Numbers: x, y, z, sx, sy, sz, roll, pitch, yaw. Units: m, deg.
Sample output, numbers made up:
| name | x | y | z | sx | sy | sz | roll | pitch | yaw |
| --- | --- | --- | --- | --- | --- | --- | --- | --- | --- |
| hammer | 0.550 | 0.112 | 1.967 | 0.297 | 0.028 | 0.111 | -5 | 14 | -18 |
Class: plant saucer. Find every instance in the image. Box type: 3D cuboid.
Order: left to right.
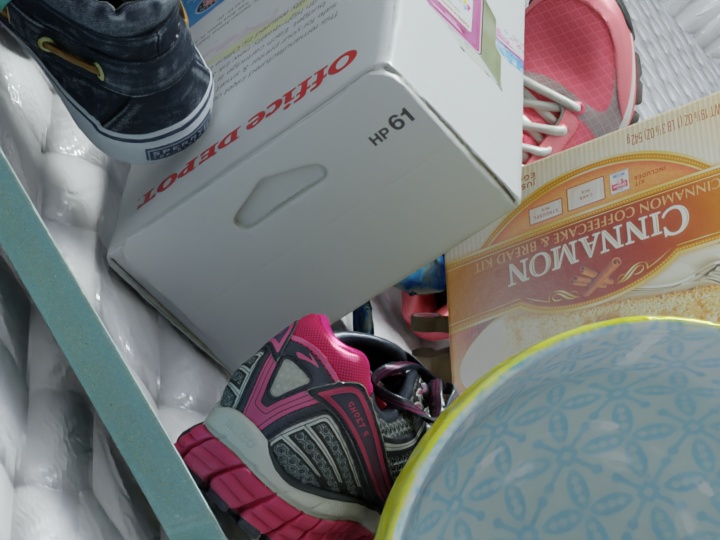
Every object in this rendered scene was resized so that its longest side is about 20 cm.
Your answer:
| name | x | y | z | sx | sy | sz | roll | pitch | yaw |
| --- | --- | --- | --- | --- | --- | --- | --- | --- | --- |
| plant saucer | -0.095 | 0.018 | 0.798 | 0.200 | 0.019 | 0.070 | 56 | -7 | 26 |

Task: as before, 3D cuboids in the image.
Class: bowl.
| name | x | y | z | sx | sy | sz | roll | pitch | yaw |
| --- | --- | --- | --- | --- | --- | --- | --- | --- | --- |
| bowl | 0.087 | 0.117 | 0.852 | 0.200 | 0.200 | 0.108 | 47 | -12 | -8 |

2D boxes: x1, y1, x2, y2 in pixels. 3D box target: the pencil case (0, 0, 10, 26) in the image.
| name | x | y | z | sx | sy | sz | roll | pitch | yaw |
| --- | --- | --- | --- | --- | --- | --- | --- | --- | --- |
| pencil case | -0.203 | -0.153 | 0.822 | 0.200 | 0.085 | 0.092 | 49 | -3 | -4 |

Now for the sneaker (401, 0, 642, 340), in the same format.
| name | x | y | z | sx | sy | sz | roll | pitch | yaw |
| --- | --- | --- | --- | --- | --- | --- | --- | --- | --- |
| sneaker | 0.076 | -0.048 | 1.160 | 0.074 | 0.200 | 0.087 | 28 | 19 | 15 |

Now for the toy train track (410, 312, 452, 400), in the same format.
| name | x | y | z | sx | sy | sz | roll | pitch | yaw |
| --- | --- | --- | --- | --- | --- | --- | --- | --- | --- |
| toy train track | 0.070 | 0.036 | 1.134 | 0.200 | 0.033 | 0.115 | -13 | 105 | -57 |

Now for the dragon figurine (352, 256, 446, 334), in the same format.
| name | x | y | z | sx | sy | sz | roll | pitch | yaw |
| --- | --- | --- | --- | --- | --- | --- | --- | --- | --- |
| dragon figurine | 0.000 | 0.000 | 1.070 | 0.099 | 0.059 | 0.200 | 41 | 16 | -28 |

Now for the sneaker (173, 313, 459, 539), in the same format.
| name | x | y | z | sx | sy | sz | roll | pitch | yaw |
| --- | --- | --- | --- | --- | --- | --- | --- | --- | --- |
| sneaker | 0.010 | 0.064 | 0.889 | 0.081 | 0.075 | 0.200 | 41 | 10 | 20 |

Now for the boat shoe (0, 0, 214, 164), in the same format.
| name | x | y | z | sx | sy | sz | roll | pitch | yaw |
| --- | --- | --- | --- | --- | --- | --- | --- | --- | --- |
| boat shoe | -0.125 | -0.135 | 0.920 | 0.200 | 0.071 | 0.091 | 45 | -22 | 27 |

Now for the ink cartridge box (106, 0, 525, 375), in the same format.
| name | x | y | z | sx | sy | sz | roll | pitch | yaw |
| --- | --- | --- | --- | --- | --- | --- | --- | --- | --- |
| ink cartridge box | -0.013 | -0.070 | 0.970 | 0.085 | 0.144 | 0.200 | 46 | 27 | -23 |

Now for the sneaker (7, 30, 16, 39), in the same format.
| name | x | y | z | sx | sy | sz | roll | pitch | yaw |
| --- | --- | --- | --- | --- | --- | --- | --- | --- | --- |
| sneaker | -0.099 | -0.162 | 1.060 | 0.079 | 0.074 | 0.200 | 44 | 39 | 20 |

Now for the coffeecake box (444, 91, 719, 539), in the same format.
| name | x | y | z | sx | sy | sz | roll | pitch | yaw |
| --- | --- | --- | --- | --- | --- | --- | --- | --- | --- |
| coffeecake box | 0.119 | 0.045 | 0.989 | 0.073 | 0.153 | 0.200 | 31 | 48 | -47 |
